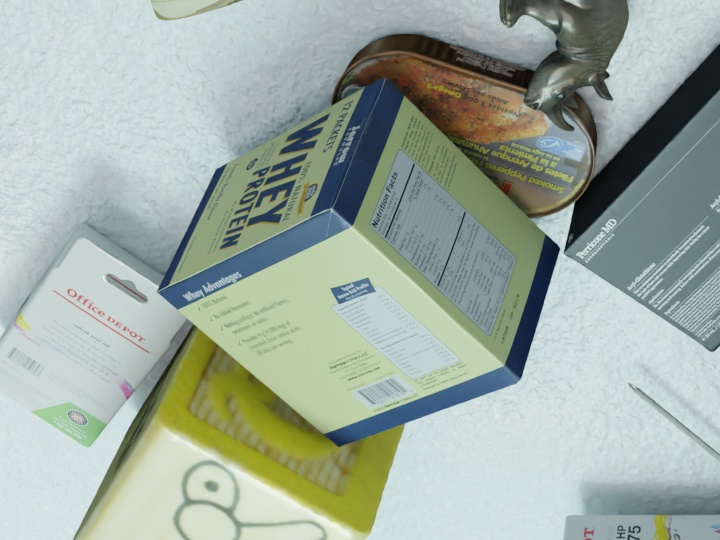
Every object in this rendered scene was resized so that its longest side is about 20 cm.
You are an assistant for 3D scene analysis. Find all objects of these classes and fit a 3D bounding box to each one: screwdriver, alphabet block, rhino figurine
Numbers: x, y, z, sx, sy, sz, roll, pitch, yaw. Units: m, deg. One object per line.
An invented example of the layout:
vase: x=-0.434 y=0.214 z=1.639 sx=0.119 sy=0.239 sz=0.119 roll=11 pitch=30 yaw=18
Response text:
screwdriver: x=0.289 y=0.153 z=1.499 sx=0.200 sy=0.029 sz=0.028 roll=36 pitch=127 yaw=-19
alphabet block: x=-0.097 y=0.166 z=1.516 sx=0.195 sy=0.197 sz=0.200 roll=30 pitch=127 yaw=-9
rhino figurine: x=0.140 y=-0.185 z=1.268 sx=0.087 sy=0.060 sz=0.200 roll=-6 pitch=119 yaw=1

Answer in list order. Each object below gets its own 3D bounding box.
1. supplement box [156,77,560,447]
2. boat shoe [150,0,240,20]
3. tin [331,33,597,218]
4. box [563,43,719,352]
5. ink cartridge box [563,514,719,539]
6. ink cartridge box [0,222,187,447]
supplement box: x=0.000 y=0.000 z=1.371 sx=0.200 sy=0.134 sz=0.200 roll=-24 pitch=123 yaw=41
boat shoe: x=-0.075 y=-0.233 z=1.296 sx=0.200 sy=0.072 sz=0.066 roll=-15 pitch=125 yaw=30
tin: x=0.077 y=-0.107 z=1.368 sx=0.199 sy=0.042 sz=0.112 roll=19 pitch=124 yaw=2
box: x=0.262 y=-0.057 z=1.328 sx=0.141 sy=0.079 sz=0.200 roll=32 pitch=128 yaw=-12
ink cartridge box: x=0.270 y=0.301 z=1.528 sx=0.199 sy=0.147 sz=0.146 roll=-2 pitch=137 yaw=17
ink cartridge box: x=-0.220 y=0.044 z=1.540 sx=0.117 sy=0.067 sz=0.200 roll=34 pitch=128 yaw=-10
